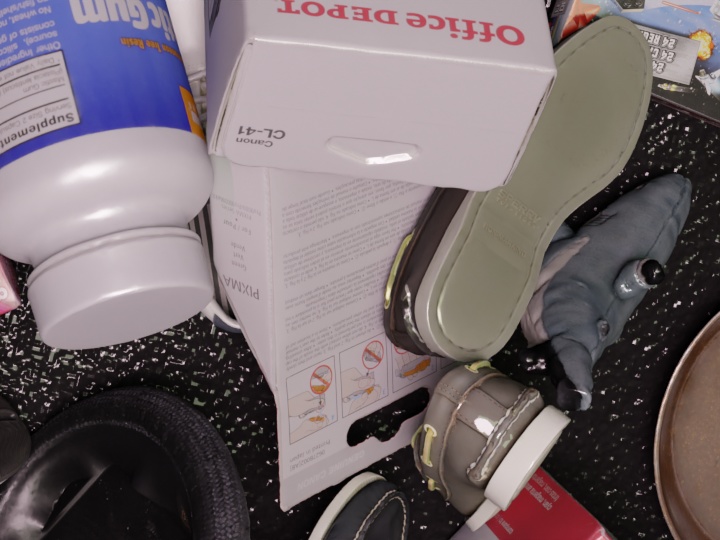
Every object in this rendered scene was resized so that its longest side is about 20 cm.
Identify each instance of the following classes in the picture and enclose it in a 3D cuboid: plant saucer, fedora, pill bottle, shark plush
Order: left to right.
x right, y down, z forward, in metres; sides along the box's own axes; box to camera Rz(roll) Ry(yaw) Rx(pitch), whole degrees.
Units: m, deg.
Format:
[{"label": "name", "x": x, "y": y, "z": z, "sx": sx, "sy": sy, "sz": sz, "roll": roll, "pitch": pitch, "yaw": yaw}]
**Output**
[{"label": "pill bottle", "x": -0.132, "y": -0.071, "z": 0.887, "sx": 0.112, "sy": 0.112, "sz": 0.201, "roll": -15, "pitch": 75, "yaw": -8}, {"label": "fedora", "x": -0.110, "y": 0.158, "z": 0.948, "sx": 0.201, "sy": 0.200, "sz": 0.092, "roll": -51, "pitch": 133, "yaw": 0}, {"label": "shark plush", "x": 0.117, "y": 0.005, "z": 0.959, "sx": 0.083, "sy": 0.200, "sz": 0.091, "roll": -26, "pitch": 94, "yaw": 26}, {"label": "plant saucer", "x": 0.254, "y": 0.093, "z": 1.071, "sx": 0.199, "sy": 0.034, "sz": 0.201, "roll": -2, "pitch": 101, "yaw": -12}]

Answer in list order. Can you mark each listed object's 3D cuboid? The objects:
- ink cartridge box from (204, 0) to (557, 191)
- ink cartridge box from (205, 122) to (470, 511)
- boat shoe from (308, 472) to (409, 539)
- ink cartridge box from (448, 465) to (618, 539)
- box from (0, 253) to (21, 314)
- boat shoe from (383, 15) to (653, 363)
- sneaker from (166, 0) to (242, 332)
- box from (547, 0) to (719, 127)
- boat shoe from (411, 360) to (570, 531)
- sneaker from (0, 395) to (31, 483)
[{"label": "ink cartridge box", "x": 0.003, "y": -0.145, "z": 0.896, "sx": 0.147, "sy": 0.201, "sz": 0.086, "roll": 4, "pitch": 141, "yaw": -14}, {"label": "ink cartridge box", "x": 0.000, "y": 0.000, "z": 0.968, "sx": 0.161, "sy": 0.050, "sz": 0.201, "roll": -23, "pitch": 125, "yaw": -39}, {"label": "boat shoe", "x": -0.004, "y": 0.190, "z": 0.933, "sx": 0.200, "sy": 0.066, "sz": 0.075, "roll": -62, "pitch": 141, "yaw": -35}, {"label": "ink cartridge box", "x": 0.085, "y": 0.232, "z": 1.002, "sx": 0.200, "sy": 0.145, "sz": 0.145, "roll": -46, "pitch": 105, "yaw": -1}, {"label": "box", "x": -0.246, "y": -0.060, "z": 0.911, "sx": 0.099, "sy": 0.095, "sz": 0.201, "roll": -23, "pitch": 104, "yaw": -6}, {"label": "boat shoe", "x": 0.076, "y": -0.044, "z": 0.952, "sx": 0.072, "sy": 0.060, "sz": 0.202, "roll": 41, "pitch": 71, "yaw": -23}, {"label": "sneaker", "x": -0.071, "y": -0.065, "z": 0.958, "sx": 0.073, "sy": 0.071, "sz": 0.201, "roll": -15, "pitch": 102, "yaw": -9}, {"label": "box", "x": 0.209, "y": -0.144, "z": 1.018, "sx": 0.199, "sy": 0.040, "sz": 0.137, "roll": 21, "pitch": 94, "yaw": -14}, {"label": "boat shoe", "x": 0.060, "y": 0.085, "z": 0.956, "sx": 0.060, "sy": 0.202, "sz": 0.072, "roll": 36, "pitch": 81, "yaw": 6}, {"label": "sneaker", "x": -0.260, "y": 0.123, "z": 0.931, "sx": 0.076, "sy": 0.200, "sz": 0.115, "roll": 51, "pitch": 131, "yaw": 18}]
